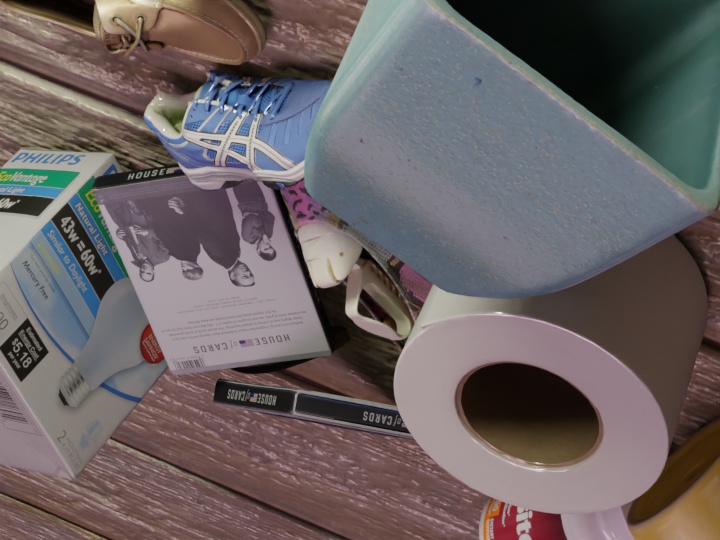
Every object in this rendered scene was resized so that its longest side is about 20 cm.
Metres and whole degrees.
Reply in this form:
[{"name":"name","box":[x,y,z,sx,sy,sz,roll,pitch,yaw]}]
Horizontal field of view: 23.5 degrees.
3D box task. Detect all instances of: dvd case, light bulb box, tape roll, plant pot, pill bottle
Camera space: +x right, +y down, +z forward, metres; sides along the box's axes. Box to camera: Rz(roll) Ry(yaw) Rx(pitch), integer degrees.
[{"name":"dvd case","box":[-0.007,0.125,1.499,0.199,0.025,0.150,14,173,-30]},{"name":"dvd case","box":[-0.118,-0.002,1.421,0.149,0.025,0.201,-7,128,15]},{"name":"light bulb box","box":[-0.265,0.033,1.465,0.124,0.200,0.199,6,135,38]},{"name":"tape roll","box":[0.139,0.058,1.246,0.202,0.139,0.203,15,136,15]},{"name":"plant pot","box":[0.319,0.222,1.363,0.189,0.201,0.201,45,149,-2]},{"name":"plant pot","box":[0.076,-0.100,0.983,0.196,0.196,0.200,35,136,-14]},{"name":"dvd case","box":[0.115,-0.100,1.094,0.200,0.022,0.146,42,117,-17]},{"name":"pill bottle","box":[0.200,0.220,1.517,0.113,0.113,0.200,35,149,-15]}]

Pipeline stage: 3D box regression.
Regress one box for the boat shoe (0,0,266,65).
[{"name":"boat shoe","box":[-0.164,-0.180,1.221,0.199,0.065,0.071,19,150,13]}]

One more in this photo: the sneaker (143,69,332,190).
[{"name":"sneaker","box":[-0.083,-0.106,1.261,0.199,0.076,0.077,-11,138,45]}]

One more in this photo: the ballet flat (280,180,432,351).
[{"name":"ballet flat","box":[0.000,0.000,1.369,0.069,0.071,0.200,-8,135,46]}]

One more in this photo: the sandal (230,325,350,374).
[{"name":"sandal","box":[-0.099,0.049,1.541,0.199,0.082,0.055,10,118,43]}]
